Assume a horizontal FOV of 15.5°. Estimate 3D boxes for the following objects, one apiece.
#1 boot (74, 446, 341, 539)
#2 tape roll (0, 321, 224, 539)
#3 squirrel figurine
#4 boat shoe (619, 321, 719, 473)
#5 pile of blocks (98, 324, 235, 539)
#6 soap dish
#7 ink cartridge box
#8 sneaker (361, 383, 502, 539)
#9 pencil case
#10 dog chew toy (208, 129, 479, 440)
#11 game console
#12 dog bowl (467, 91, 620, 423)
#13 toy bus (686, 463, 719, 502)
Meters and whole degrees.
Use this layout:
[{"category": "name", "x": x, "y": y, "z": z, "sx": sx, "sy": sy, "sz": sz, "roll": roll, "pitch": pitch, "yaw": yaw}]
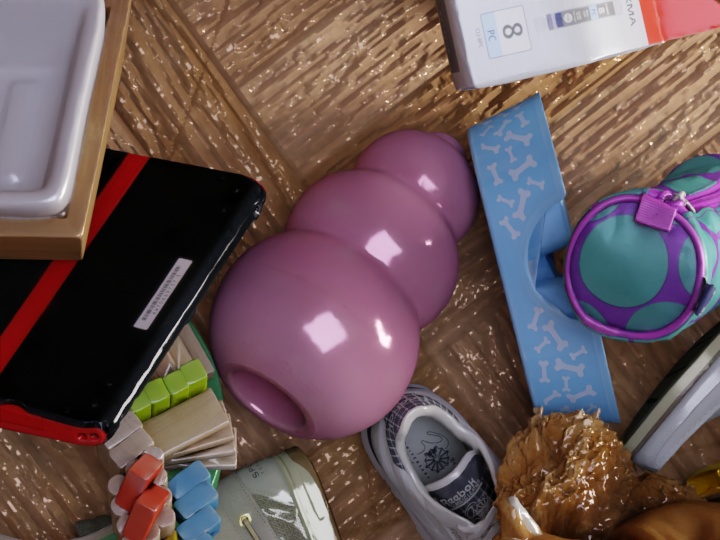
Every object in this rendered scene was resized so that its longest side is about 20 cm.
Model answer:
[{"category": "boot", "x": -0.073, "y": 0.219, "z": 1.541, "sx": 0.154, "sy": 0.072, "sz": 0.201, "roll": -17, "pitch": 86, "yaw": -11}, {"category": "tape roll", "x": -0.177, "y": 0.092, "z": 1.507, "sx": 0.199, "sy": 0.048, "sz": 0.202, "roll": 2, "pitch": 70, "yaw": -5}, {"category": "squirrel figurine", "x": 0.133, "y": 0.172, "z": 1.484, "sx": 0.186, "sy": 0.200, "sz": 0.142, "roll": 6, "pitch": 120, "yaw": -25}, {"category": "boat shoe", "x": 0.241, "y": 0.055, "z": 1.603, "sx": 0.068, "sy": 0.075, "sz": 0.200, "roll": 45, "pitch": 80, "yaw": -1}, {"category": "pile of blocks", "x": -0.106, "y": 0.107, "z": 1.441, "sx": 0.082, "sy": 0.062, "sz": 0.201, "roll": -3, "pitch": 71, "yaw": -5}, {"category": "soap dish", "x": -0.229, "y": -0.079, "z": 1.469, "sx": 0.199, "sy": 0.081, "sz": 0.158, "roll": 1, "pitch": 62, "yaw": 13}, {"category": "ink cartridge box", "x": 0.134, "y": -0.202, "z": 1.523, "sx": 0.199, "sy": 0.047, "sz": 0.161, "roll": -14, "pitch": 93, "yaw": -9}, {"category": "sneaker", "x": 0.076, "y": 0.154, "z": 1.567, "sx": 0.076, "sy": 0.080, "sz": 0.200, "roll": -44, "pitch": 97, "yaw": -11}, {"category": "pencil case", "x": 0.186, "y": -0.016, "z": 1.534, "sx": 0.085, "sy": 0.200, "sz": 0.093, "roll": 36, "pitch": 110, "yaw": 12}, {"category": "dog chew toy", "x": 0.000, "y": 0.000, "z": 1.541, "sx": 0.124, "sy": 0.124, "sz": 0.200, "roll": 39, "pitch": 65, "yaw": -7}, {"category": "game console", "x": -0.167, "y": 0.008, "z": 1.470, "sx": 0.176, "sy": 0.031, "sz": 0.200, "roll": 12, "pitch": 51, "yaw": 24}, {"category": "dog bowl", "x": 0.107, "y": -0.002, "z": 1.567, "sx": 0.049, "sy": 0.111, "sz": 0.201, "roll": -13, "pitch": 91, "yaw": 5}, {"category": "toy bus", "x": 0.310, "y": 0.193, "z": 1.588, "sx": 0.191, "sy": 0.136, "sz": 0.201, "roll": -14, "pitch": 91, "yaw": -28}]
